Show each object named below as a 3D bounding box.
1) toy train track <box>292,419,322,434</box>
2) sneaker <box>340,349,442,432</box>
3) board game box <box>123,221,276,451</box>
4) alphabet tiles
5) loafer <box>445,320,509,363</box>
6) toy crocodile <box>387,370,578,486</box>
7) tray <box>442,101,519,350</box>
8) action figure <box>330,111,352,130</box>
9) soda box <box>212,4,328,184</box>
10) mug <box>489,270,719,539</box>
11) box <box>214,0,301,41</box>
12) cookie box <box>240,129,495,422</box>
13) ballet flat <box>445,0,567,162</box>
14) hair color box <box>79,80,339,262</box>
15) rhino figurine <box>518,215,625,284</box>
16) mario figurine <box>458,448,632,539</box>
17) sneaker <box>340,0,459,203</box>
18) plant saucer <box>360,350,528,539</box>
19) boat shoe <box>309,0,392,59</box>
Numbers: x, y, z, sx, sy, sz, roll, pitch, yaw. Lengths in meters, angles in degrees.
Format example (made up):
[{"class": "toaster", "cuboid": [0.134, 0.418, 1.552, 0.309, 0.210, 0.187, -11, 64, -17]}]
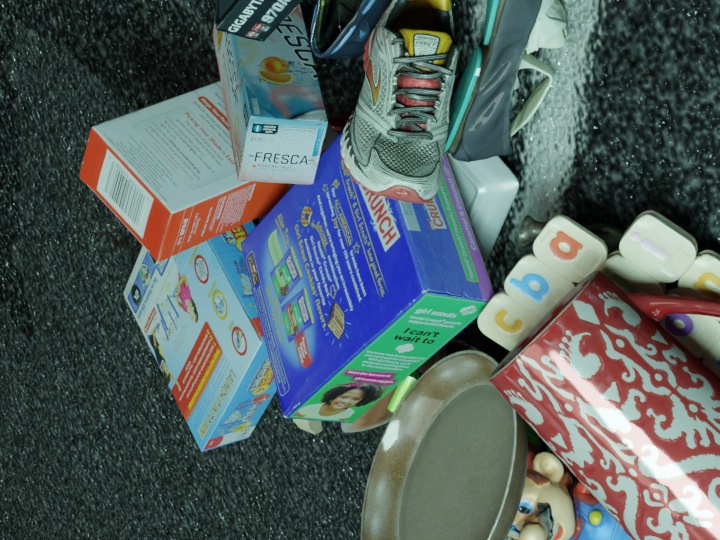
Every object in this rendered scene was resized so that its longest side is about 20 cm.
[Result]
[{"class": "toy train track", "cuboid": [-0.067, 0.067, 1.544, 0.114, 0.032, 0.201, 16, 121, 44]}, {"class": "sneaker", "cuboid": [0.012, 0.074, 1.406, 0.200, 0.071, 0.080, 124, 133, -62]}, {"class": "board game box", "cuboid": [-0.143, 0.038, 1.565, 0.196, 0.056, 0.200, 60, 144, 23]}, {"class": "alphabet tiles", "cuboid": [0.192, 0.052, 1.180, 0.195, 0.015, 0.200, 33, 125, -1]}, {"class": "loafer", "cuboid": [0.095, 0.138, 1.364, 0.073, 0.071, 0.201, 20, 124, 42]}, {"class": "toy crocodile", "cuboid": [0.117, 0.137, 1.301, 0.200, 0.062, 0.068, 28, 107, -2]}, {"class": "tray", "cuboid": [0.063, -0.033, 1.331, 0.107, 0.022, 0.200, 51, 142, 29]}, {"class": "action figure", "cuboid": [-0.013, -0.037, 1.412, 0.065, 0.052, 0.201, 30, 134, 29]}, {"class": "soda box", "cuboid": [-0.076, -0.159, 1.322, 0.200, 0.063, 0.069, -104, 22, -44]}, {"class": "mug", "cuboid": [0.209, 0.094, 1.129, 0.200, 0.178, 0.133, 44, 155, 3]}, {"class": "box", "cuboid": [-0.056, -0.297, 1.230, 0.159, 0.046, 0.201, -36, 49, 53]}, {"class": "cookie box", "cuboid": [0.000, 0.000, 1.290, 0.200, 0.075, 0.172, -44, 52, 42]}, {"class": "ballet flat", "cuboid": [0.112, -0.162, 1.184, 0.073, 0.073, 0.200, 39, 135, 28]}, {"class": "hair color box", "cuboid": [-0.123, -0.094, 1.378, 0.111, 0.200, 0.064, 45, 138, 21]}, {"class": "rhino figurine", "cuboid": [0.172, 0.050, 1.232, 0.087, 0.060, 0.201, 7, 119, 27]}, {"class": "mario figurine", "cuboid": [0.169, 0.202, 1.222, 0.199, 0.124, 0.106, 16, 170, 2]}, {"class": "sneaker", "cuboid": [0.032, -0.134, 1.198, 0.082, 0.078, 0.201, 114, 162, -51]}, {"class": "plant saucer", "cuboid": [0.066, 0.159, 1.212, 0.200, 0.032, 0.201, -45, 33, 41]}, {"class": "boat shoe", "cuboid": [0.008, -0.241, 1.249, 0.084, 0.069, 0.201, 36, 135, 31]}]
